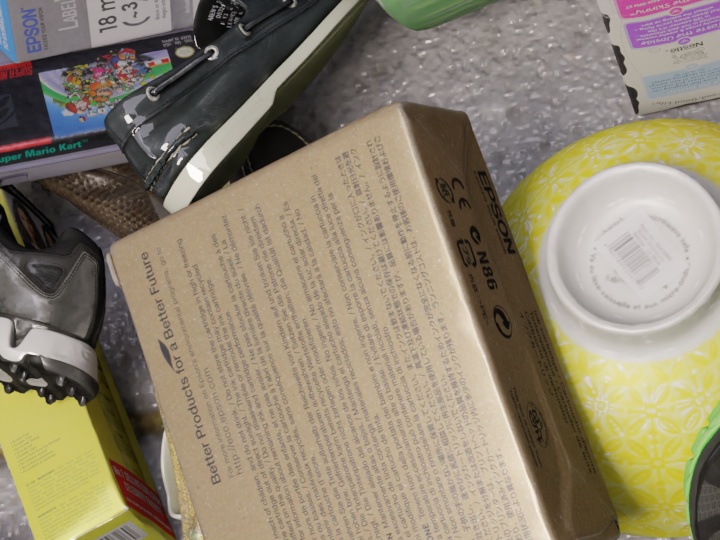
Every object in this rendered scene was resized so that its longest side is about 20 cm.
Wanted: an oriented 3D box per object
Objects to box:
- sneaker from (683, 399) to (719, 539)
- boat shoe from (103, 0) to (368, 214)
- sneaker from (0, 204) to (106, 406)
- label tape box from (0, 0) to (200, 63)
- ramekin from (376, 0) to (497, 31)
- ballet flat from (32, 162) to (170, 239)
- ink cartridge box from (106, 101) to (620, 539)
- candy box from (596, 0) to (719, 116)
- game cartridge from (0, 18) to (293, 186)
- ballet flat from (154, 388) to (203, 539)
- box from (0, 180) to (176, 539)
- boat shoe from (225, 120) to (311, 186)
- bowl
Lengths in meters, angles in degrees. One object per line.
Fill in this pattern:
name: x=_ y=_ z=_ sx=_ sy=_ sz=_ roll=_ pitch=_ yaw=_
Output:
sneaker: x=0.183 y=0.081 z=0.797 sx=0.076 sy=0.201 sz=0.084 roll=-6 pitch=48 yaw=-11
boat shoe: x=-0.057 y=-0.103 z=0.949 sx=0.066 sy=0.075 sz=0.200 roll=36 pitch=51 yaw=1
sneaker: x=-0.205 y=0.005 z=0.943 sx=0.198 sy=0.067 sz=0.091 roll=8 pitch=69 yaw=17
label tape box: x=-0.148 y=-0.174 z=0.960 sx=0.198 sy=0.145 sz=0.064 roll=-13 pitch=56 yaw=-11
ramekin: x=0.027 y=-0.217 z=0.970 sx=0.097 sy=0.200 sz=0.202 roll=-26 pitch=63 yaw=14
ballet flat: x=-0.107 y=-0.032 z=1.021 sx=0.199 sy=0.047 sz=0.067 roll=30 pitch=48 yaw=20
ink cartridge box: x=-0.001 y=0.051 z=0.858 sx=0.164 sy=0.075 sz=0.202 roll=-24 pitch=80 yaw=27
candy box: x=0.133 y=-0.193 z=0.919 sx=0.071 sy=0.200 sz=0.169 roll=-12 pitch=65 yaw=13
game cartridge: x=-0.144 y=-0.109 z=1.020 sx=0.198 sy=0.039 sz=0.130 roll=-12 pitch=51 yaw=-12
ballet flat: x=-0.064 y=0.121 z=0.936 sx=0.070 sy=0.071 sz=0.202 roll=-13 pitch=66 yaw=12
box: x=-0.156 y=0.053 z=0.982 sx=0.050 sy=0.075 sz=0.201 roll=-27 pitch=62 yaw=5
boat shoe: x=-0.001 y=0.001 z=0.946 sx=0.071 sy=0.066 sz=0.202 roll=-15 pitch=63 yaw=-30
bowl: x=0.132 y=0.009 z=0.890 sx=0.198 sy=0.108 sz=0.202 roll=-7 pitch=66 yaw=15
